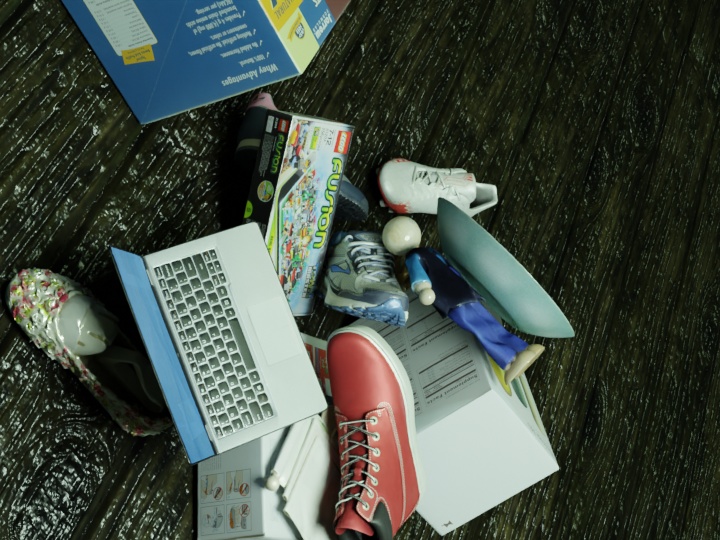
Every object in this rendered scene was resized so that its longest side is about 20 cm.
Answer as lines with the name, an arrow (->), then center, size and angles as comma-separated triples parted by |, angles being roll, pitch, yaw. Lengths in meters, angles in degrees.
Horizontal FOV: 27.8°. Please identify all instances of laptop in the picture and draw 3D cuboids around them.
laptop -> -0.117, 0.055, 1.251 | 0.199, 0.116, 0.189 | -19, 85, -33

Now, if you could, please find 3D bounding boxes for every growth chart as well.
growth chart -> -0.026, 0.223, 1.362 | 0.201, 0.018, 0.145 | 65, 33, -22

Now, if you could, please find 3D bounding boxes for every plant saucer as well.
plant saucer -> 0.138, 0.009, 1.508 | 0.201, 0.039, 0.201 | 46, -2, 2

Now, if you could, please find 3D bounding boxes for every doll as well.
doll -> 0.095, 0.025, 1.448 | 0.200, 0.049, 0.136 | 45, 17, 10

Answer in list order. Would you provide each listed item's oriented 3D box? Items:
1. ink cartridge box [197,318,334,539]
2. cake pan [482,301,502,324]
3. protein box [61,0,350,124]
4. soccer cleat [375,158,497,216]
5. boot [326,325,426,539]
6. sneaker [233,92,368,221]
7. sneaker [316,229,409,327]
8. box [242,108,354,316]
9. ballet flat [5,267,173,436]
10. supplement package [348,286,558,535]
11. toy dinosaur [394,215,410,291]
ink cartridge box -> -0.074, 0.167, 1.400 | 0.175, 0.083, 0.202 | 23, 60, -54
cake pan -> 0.119, 0.077, 1.771 | 0.200, 0.036, 0.203 | 26, 57, -50
protein box -> -0.153, -0.271, 1.326 | 0.201, 0.197, 0.135 | 59, 37, -27
soccer cleat -> 0.092, -0.099, 1.746 | 0.199, 0.084, 0.069 | 14, 67, -55
boot -> 0.000, 0.162, 1.339 | 0.144, 0.072, 0.202 | -47, 124, -61
sneaker -> -0.053, -0.118, 1.544 | 0.200, 0.070, 0.083 | 34, 56, -48
sneaker -> 0.000, 0.000, 1.480 | 0.076, 0.200, 0.086 | 14, 95, -23
box -> -0.070, -0.055, 1.450 | 0.110, 0.034, 0.202 | -1, 106, -57
ballet flat -> -0.215, 0.067, 1.233 | 0.200, 0.063, 0.076 | 50, 51, -35
supplement package -> 0.091, 0.136, 1.540 | 0.152, 0.150, 0.201 | 48, 17, -36
toy dinosaur -> 0.050, 0.015, 1.665 | 0.106, 0.060, 0.202 | 39, 48, -45
